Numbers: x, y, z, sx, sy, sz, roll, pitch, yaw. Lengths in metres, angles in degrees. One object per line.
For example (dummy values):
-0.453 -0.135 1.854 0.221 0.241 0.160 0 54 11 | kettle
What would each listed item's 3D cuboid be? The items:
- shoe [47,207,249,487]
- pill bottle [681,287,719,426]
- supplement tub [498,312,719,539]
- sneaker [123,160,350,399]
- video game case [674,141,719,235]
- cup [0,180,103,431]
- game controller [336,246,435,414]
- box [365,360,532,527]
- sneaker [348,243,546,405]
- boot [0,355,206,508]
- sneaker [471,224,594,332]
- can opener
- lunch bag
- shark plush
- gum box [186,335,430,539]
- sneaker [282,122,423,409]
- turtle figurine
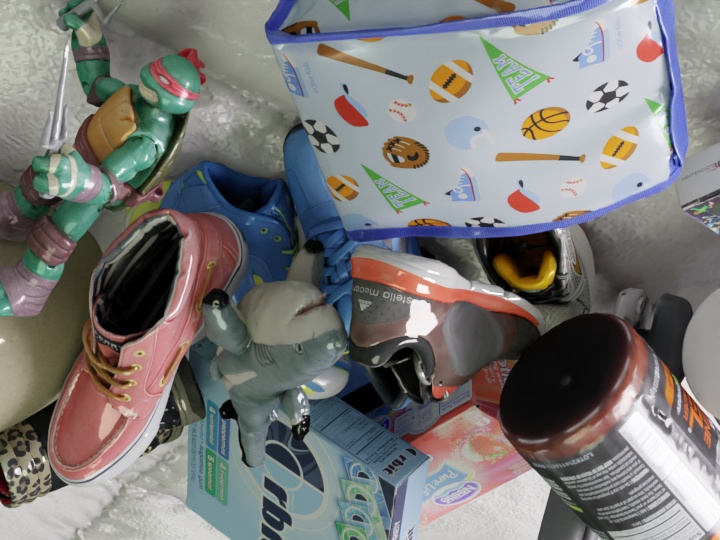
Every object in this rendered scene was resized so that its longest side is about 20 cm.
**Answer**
-0.148 0.048 0.802 0.071 0.201 0.091 36 -172 16 | shoe
0.298 0.073 0.875 0.115 0.118 0.199 -23 152 30 | pill bottle
0.183 0.127 0.838 0.106 0.108 0.200 -26 121 33 | supplement tub
-0.063 0.004 0.882 0.199 0.076 0.105 39 126 -19 | sneaker
0.311 -0.055 0.778 0.180 0.036 0.199 -27 148 33 | video game case
-0.252 0.022 0.875 0.141 0.203 0.200 -2 150 -36 | cup
-0.005 0.052 0.960 0.199 0.042 0.105 -32 94 38 | game controller
0.056 0.119 1.009 0.094 0.104 0.199 29 135 -27 | box
0.047 0.042 0.810 0.076 0.083 0.199 12 174 37 | sneaker
-0.207 0.118 0.973 0.152 0.074 0.203 -23 178 -23 | boot
0.107 -0.008 0.861 0.077 0.083 0.201 -11 140 19 | sneaker
0.184 0.112 0.926 0.066 0.203 0.053 14 178 37 | can opener
0.073 -0.109 0.706 0.197 0.125 0.171 1 144 21 | lunch bag
-0.061 0.074 0.827 0.090 0.083 0.201 -21 150 -43 | shark plush
-0.046 0.160 0.978 0.198 0.044 0.172 30 132 28 | gum box
0.000 0.000 0.851 0.065 0.079 0.202 -10 119 31 | sneaker
-0.153 -0.072 0.738 0.100 0.151 0.200 31 117 -24 | turtle figurine
